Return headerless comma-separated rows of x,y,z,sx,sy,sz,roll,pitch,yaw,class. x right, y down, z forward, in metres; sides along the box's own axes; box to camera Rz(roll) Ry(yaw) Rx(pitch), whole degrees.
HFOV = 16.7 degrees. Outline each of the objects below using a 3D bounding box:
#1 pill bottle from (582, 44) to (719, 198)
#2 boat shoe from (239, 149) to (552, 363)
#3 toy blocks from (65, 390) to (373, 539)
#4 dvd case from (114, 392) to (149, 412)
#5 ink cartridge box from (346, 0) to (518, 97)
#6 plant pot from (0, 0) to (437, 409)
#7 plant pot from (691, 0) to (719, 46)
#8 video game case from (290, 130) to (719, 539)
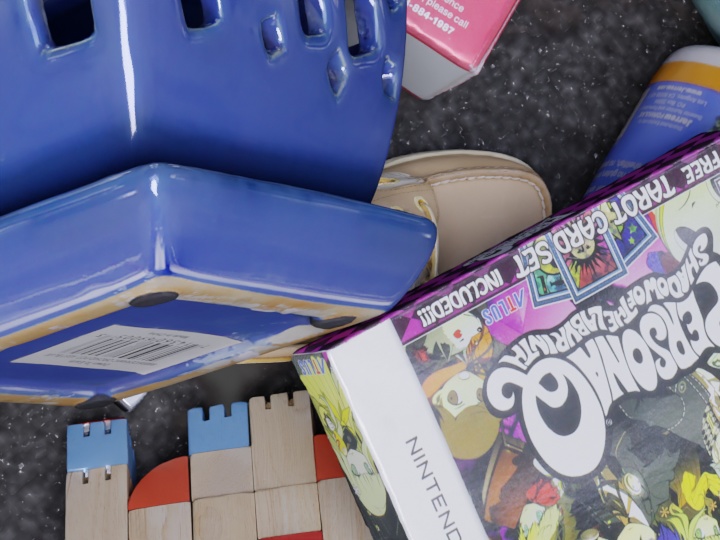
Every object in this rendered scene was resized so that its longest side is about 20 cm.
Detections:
0.129,0.018,1.016,0.112,0.112,0.201,32,79,-8,pill bottle
0.000,0.000,0.996,0.199,0.069,0.074,-18,104,-23,boat shoe
-0.038,0.109,0.970,0.199,0.100,0.137,-8,43,2,toy blocks
-0.121,-0.063,1.013,0.200,0.025,0.150,42,78,-7,dvd case
0.027,-0.197,1.018,0.145,0.083,0.201,32,79,-8,ink cartridge box
-0.097,-0.056,0.855,0.199,0.200,0.181,-19,75,29,plant pot
0.201,-0.171,0.986,0.199,0.134,0.201,-8,74,28,plant pot
0.095,0.068,0.914,0.199,0.036,0.182,-27,99,-25,video game case
